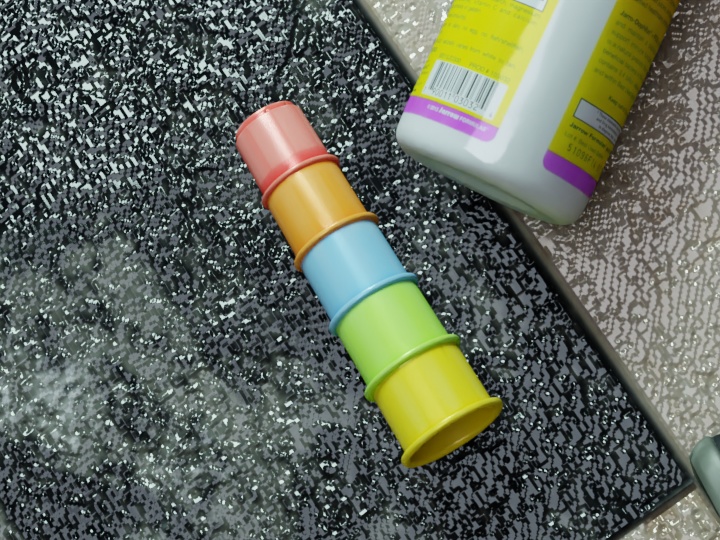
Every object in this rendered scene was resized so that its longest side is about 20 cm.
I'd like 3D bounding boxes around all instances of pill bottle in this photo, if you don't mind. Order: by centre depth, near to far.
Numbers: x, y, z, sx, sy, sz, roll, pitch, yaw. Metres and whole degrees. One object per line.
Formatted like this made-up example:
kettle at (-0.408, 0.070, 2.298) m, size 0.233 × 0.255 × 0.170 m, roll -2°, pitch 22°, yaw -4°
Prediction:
pill bottle at (0.102, -0.132, 1.081) m, size 0.104 × 0.104 × 0.201 m, roll 25°, pitch 89°, yaw 18°

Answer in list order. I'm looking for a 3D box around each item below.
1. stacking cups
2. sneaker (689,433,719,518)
stacking cups at (0.000, 0.000, 1.114) m, size 0.060 × 0.060 × 0.201 m, roll -32°, pitch 74°, yaw 9°
sneaker at (0.248, 0.136, 1.015) m, size 0.114 × 0.076 × 0.200 m, roll -43°, pitch 76°, yaw 4°
